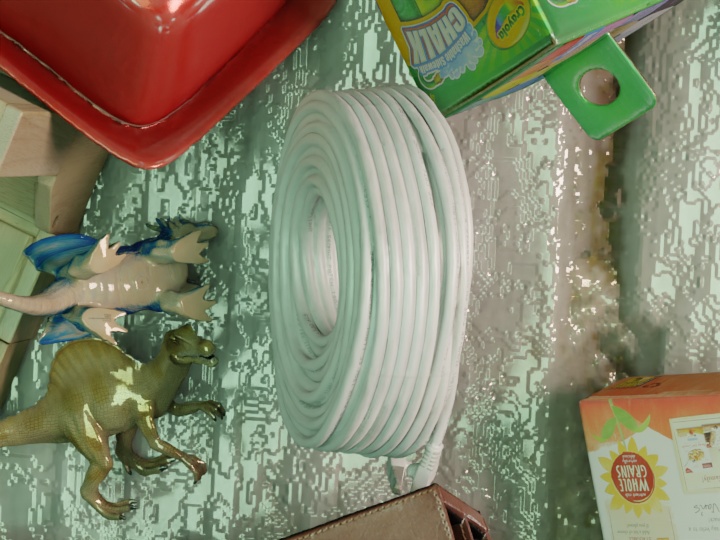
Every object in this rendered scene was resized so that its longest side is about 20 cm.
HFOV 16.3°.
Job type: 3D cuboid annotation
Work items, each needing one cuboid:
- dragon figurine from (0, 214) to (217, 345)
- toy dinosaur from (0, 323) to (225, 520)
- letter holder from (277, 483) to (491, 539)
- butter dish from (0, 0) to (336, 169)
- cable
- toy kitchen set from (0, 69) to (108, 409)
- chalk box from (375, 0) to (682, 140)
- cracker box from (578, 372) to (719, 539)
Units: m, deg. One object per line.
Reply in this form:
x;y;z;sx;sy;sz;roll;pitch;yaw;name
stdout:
-0.147;0.008;1.382;0.099;0.199;0.059;-3;98;53;dragon figurine
-0.149;0.086;1.434;0.199;0.058;0.101;-23;111;22;toy dinosaur
-0.019;0.219;1.332;0.199;0.101;0.143;-21;70;11;letter holder
-0.118;-0.190;1.348;0.200;0.148;0.200;38;55;7;butter dish
0.000;0.000;1.349;0.069;0.201;0.201;0;129;-18;cable
-0.264;-0.031;1.405;0.162;0.180;0.201;25;98;10;toy kitchen set
0.088;-0.163;1.334;0.124;0.123;0.201;-31;84;54;chalk box
0.202;0.156;1.348;0.133;0.058;0.201;-5;99;39;cracker box
